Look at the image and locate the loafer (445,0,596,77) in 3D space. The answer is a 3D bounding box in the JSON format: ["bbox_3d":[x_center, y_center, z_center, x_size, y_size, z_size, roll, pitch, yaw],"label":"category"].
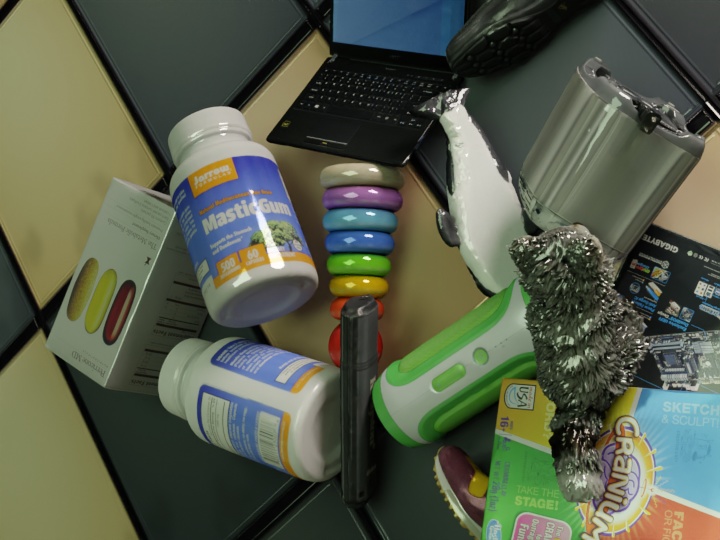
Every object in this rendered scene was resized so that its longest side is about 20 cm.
[{"bbox_3d":[0.162,-0.257,1.206,0.200,0.068,0.071,-36,54,17],"label":"loafer"}]

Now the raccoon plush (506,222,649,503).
[{"bbox_3d":[0.169,0.061,0.977,0.096,0.134,0.201,-15,59,15],"label":"raccoon plush"}]

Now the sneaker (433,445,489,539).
[{"bbox_3d":[0.147,0.217,1.116,0.090,0.075,0.200,-43,65,9],"label":"sneaker"}]

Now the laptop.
[{"bbox_3d":[0.006,-0.218,1.273,0.176,0.104,0.201,14,58,36],"label":"laptop"}]

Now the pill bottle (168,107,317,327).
[{"bbox_3d":[-0.123,-0.056,1.267,0.112,0.112,0.201,-32,66,25],"label":"pill bottle"}]

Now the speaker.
[{"bbox_3d":[0.105,0.080,1.150,0.200,0.088,0.089,-37,62,28],"label":"speaker"}]

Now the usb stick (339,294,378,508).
[{"bbox_3d":[-0.002,0.123,1.204,0.032,0.055,0.202,4,105,13],"label":"usb stick"}]

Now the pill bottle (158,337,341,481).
[{"bbox_3d":[-0.103,0.129,1.274,0.199,0.112,0.113,15,88,36],"label":"pill bottle"}]

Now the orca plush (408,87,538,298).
[{"bbox_3d":[0.096,-0.063,1.202,0.201,0.105,0.071,60,156,3],"label":"orca plush"}]

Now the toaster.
[{"bbox_3d":[0.206,-0.090,1.072,0.113,0.200,0.130,29,107,-7],"label":"toaster"}]

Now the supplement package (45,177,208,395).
[{"bbox_3d":[-0.235,0.020,1.388,0.113,0.109,0.201,25,95,36],"label":"supplement package"}]

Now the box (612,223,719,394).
[{"bbox_3d":[0.290,0.066,1.058,0.199,0.046,0.160,25,95,35],"label":"box"}]

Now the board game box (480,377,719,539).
[{"bbox_3d":[0.201,0.170,1.030,0.199,0.040,0.154,1,75,31],"label":"board game box"}]

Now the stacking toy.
[{"bbox_3d":[0.000,0.000,1.256,0.085,0.085,0.202,-2,84,34],"label":"stacking toy"}]
